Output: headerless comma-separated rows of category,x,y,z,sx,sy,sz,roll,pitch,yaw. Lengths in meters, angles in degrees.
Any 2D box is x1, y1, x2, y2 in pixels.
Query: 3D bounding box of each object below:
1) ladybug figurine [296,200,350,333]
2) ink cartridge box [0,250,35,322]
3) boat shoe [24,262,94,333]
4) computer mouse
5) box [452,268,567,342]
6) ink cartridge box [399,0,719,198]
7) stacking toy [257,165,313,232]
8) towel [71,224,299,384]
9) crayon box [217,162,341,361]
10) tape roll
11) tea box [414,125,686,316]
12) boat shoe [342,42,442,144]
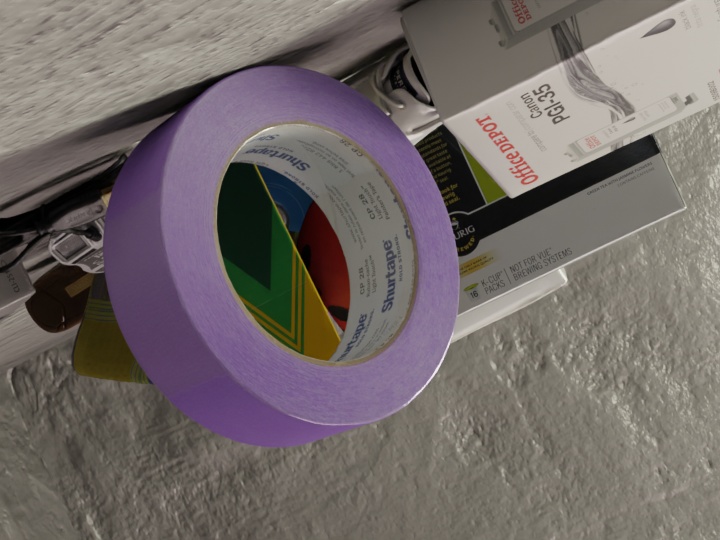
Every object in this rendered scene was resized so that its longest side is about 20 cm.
ladybug figurine,0.000,0.000,1.003,0.072,0.136,0.200,-33,172,0
ink cartridge box,-0.350,0.051,1.024,0.175,0.045,0.200,-28,-179,-26
boat shoe,-0.218,-0.010,1.236,0.201,0.075,0.075,-19,-162,27
computer mouse,-0.176,-0.034,0.888,0.109,0.044,0.200,-30,175,1
box,0.066,-0.051,1.299,0.199,0.172,0.200,-27,-156,12
ink cartridge box,0.143,-0.137,0.804,0.198,0.084,0.146,-25,156,15
stacking toy,-0.041,-0.081,1.182,0.115,0.110,0.200,-26,-168,27
towel,-0.148,0.024,1.099,0.198,0.145,0.023,3,159,34
crayon box,-0.076,-0.009,0.931,0.058,0.174,0.200,-25,-179,-4
tape roll,-0.039,-0.007,0.748,0.199,0.202,0.065,-26,-178,-41
tea box,0.122,-0.094,1.081,0.198,0.198,0.134,-25,180,5
boat shoe,0.037,-0.129,0.933,0.199,0.074,0.065,-27,163,14
